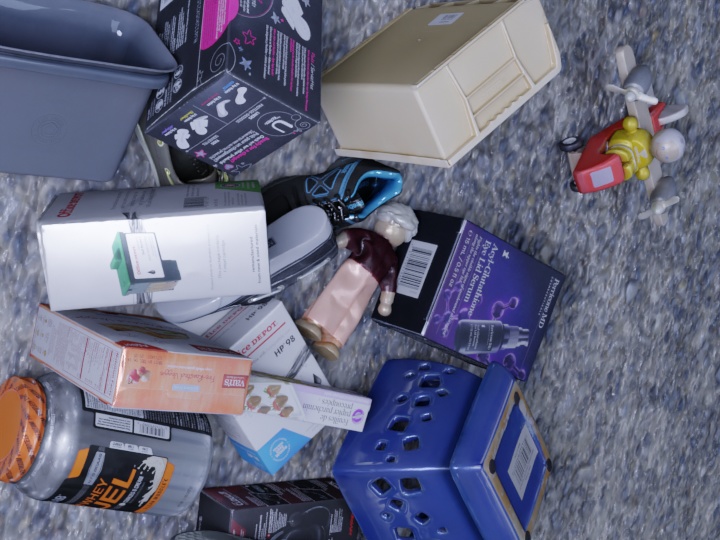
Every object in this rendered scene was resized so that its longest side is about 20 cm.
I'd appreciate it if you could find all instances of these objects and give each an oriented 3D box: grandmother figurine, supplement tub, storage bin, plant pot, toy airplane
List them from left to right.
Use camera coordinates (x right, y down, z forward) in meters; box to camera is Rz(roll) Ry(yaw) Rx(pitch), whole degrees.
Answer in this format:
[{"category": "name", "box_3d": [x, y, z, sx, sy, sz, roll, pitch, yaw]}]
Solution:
[{"category": "storage bin", "box_3d": [-0.289, -0.165, 0.995, 0.199, 0.146, 0.135, 4, 125, -38]}, {"category": "supplement tub", "box_3d": [-0.254, 0.168, 1.086, 0.199, 0.122, 0.124, 18, 89, -38]}, {"category": "grandmother figurine", "box_3d": [0.000, 0.000, 1.288, 0.201, 0.060, 0.121, -54, 132, -19]}, {"category": "storage bin", "box_3d": [0.080, -0.212, 1.213, 0.198, 0.199, 0.094, -40, 119, -23]}, {"category": "plant pot", "box_3d": [0.108, 0.228, 1.298, 0.201, 0.179, 0.200, 63, 36, -27]}, {"category": "toy airplane", "box_3d": [0.377, -0.173, 1.483, 0.199, 0.141, 0.201, 19, 87, -38]}]

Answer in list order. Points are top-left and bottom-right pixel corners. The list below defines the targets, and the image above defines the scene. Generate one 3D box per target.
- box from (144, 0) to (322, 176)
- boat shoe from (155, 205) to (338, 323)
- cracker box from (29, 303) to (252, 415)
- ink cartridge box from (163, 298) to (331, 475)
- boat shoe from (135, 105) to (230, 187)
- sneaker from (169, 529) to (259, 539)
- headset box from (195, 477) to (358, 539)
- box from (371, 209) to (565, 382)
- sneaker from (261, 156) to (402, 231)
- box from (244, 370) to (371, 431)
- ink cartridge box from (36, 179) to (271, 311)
[{"category": "box", "box_3d": [-0.116, -0.215, 1.058, 0.114, 0.132, 0.202, 25, 53, -37]}, {"category": "boat shoe", "box_3d": [-0.114, 0.007, 1.159, 0.199, 0.072, 0.068, -31, 135, -9]}, {"category": "cracker box", "box_3d": [-0.210, 0.082, 1.052, 0.133, 0.199, 0.058, 10, 94, -38]}, {"category": "ink cartridge box", "box_3d": [-0.116, 0.107, 1.213, 0.116, 0.066, 0.201, -41, 121, -23]}, {"category": "boat shoe", "box_3d": [-0.170, -0.099, 1.133, 0.072, 0.060, 0.203, -36, 119, -26]}, {"category": "sneaker", "box_3d": [-0.125, 0.351, 1.156, 0.201, 0.077, 0.147, 21, 84, -38]}, {"category": "headset box", "box_3d": [-0.105, 0.322, 1.262, 0.199, 0.077, 0.150, 2, 98, -37]}, {"category": "box", "box_3d": [0.134, 0.032, 1.365, 0.199, 0.104, 0.149, 24, 85, -38]}, {"category": "sneaker", "box_3d": [-0.043, -0.074, 1.221, 0.199, 0.082, 0.074, -32, 117, -27]}, {"category": "box", "box_3d": [-0.077, 0.134, 1.181, 0.199, 0.041, 0.039, 17, 90, -38]}, {"category": "ink cartridge box", "box_3d": [-0.186, -0.027, 1.037, 0.198, 0.146, 0.085, -5, 105, -6]}]
